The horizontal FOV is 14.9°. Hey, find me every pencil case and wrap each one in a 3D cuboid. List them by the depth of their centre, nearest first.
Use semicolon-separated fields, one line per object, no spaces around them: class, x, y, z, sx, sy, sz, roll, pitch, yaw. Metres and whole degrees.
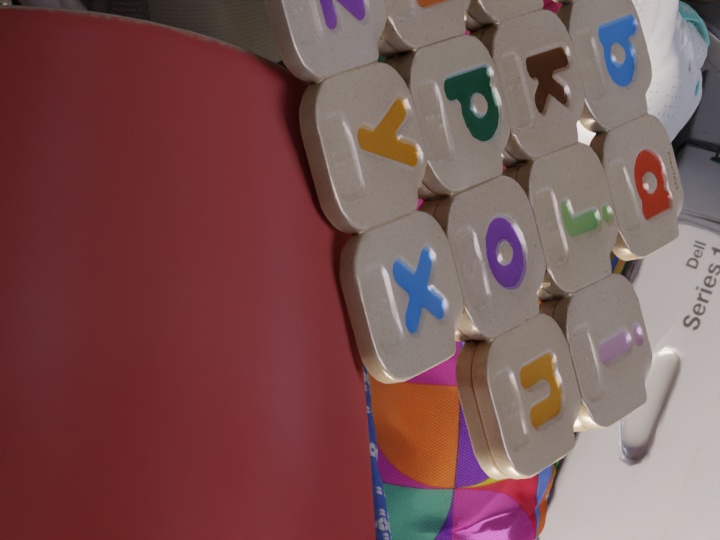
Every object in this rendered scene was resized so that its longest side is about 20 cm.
pencil case;0.023;-0.006;0.873;0.088;0.088;0.200;-28;123;-59

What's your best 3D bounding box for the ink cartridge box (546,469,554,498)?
ink cartridge box;0.013;0.171;1.005;0.117;0.067;0.200;99;9;-47

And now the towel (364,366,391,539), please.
towel;-0.011;0.063;0.815;0.145;0.024;0.200;117;-33;-63

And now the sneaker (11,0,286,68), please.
sneaker;-0.068;-0.106;0.733;0.200;0.079;0.074;42;23;-47

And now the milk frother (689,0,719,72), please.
milk frother;0.221;-0.163;1.322;0.188;0.181;0.200;-40;179;-4

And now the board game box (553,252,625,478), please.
board game box;0.077;0.010;1.163;0.165;0.057;0.200;-62;149;-30

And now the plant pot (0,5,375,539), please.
plant pot;-0.081;0.038;0.713;0.200;0.200;0.177;39;54;-61

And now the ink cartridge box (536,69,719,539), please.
ink cartridge box;0.134;0.024;1.032;0.200;0.084;0.146;-61;170;-69

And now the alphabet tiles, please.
alphabet tiles;0.034;-0.047;0.767;0.196;0.015;0.200;-25;102;-57

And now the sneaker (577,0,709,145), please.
sneaker;0.086;-0.080;0.930;0.088;0.075;0.200;-19;148;-24

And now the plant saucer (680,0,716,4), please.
plant saucer;0.078;-0.184;1.020;0.200;0.029;0.200;51;23;-31
